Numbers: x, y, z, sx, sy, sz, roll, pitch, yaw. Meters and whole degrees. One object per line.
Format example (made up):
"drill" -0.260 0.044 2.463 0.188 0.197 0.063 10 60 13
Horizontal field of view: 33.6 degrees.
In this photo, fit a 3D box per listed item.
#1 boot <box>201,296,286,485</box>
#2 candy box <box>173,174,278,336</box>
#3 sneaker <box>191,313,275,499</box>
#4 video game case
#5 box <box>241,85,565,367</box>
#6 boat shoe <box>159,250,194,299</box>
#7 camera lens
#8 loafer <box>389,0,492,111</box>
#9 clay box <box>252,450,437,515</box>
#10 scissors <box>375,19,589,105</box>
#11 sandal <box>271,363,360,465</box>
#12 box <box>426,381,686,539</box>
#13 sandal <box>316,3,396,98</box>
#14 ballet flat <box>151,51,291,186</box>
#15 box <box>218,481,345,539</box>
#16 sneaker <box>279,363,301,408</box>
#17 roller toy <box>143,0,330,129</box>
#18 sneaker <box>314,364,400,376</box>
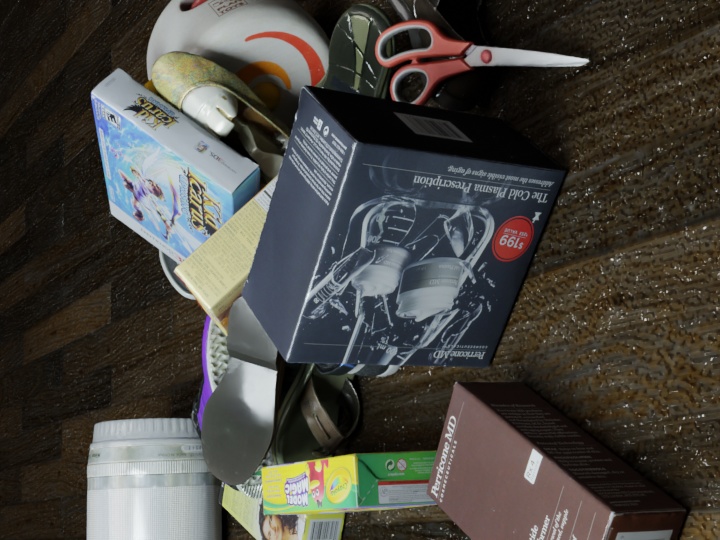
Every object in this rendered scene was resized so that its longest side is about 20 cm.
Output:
"boot" -0.094 0.105 1.101 0.073 0.075 0.203 21 113 13
"candy box" -0.073 -0.034 1.102 0.055 0.200 0.116 44 171 13
"sneaker" -0.138 0.124 1.198 0.099 0.069 0.204 4 102 54
"video game case" -0.181 -0.078 1.190 0.180 0.046 0.201 34 151 16
"box" 0.032 -0.028 0.941 0.104 0.197 0.184 49 128 49
"boat shoe" -0.213 -0.057 1.482 0.061 0.074 0.202 -60 39 44
"camera lens" -0.242 0.281 1.403 0.159 0.158 0.204 -19 70 57
"loafer" 0.073 -0.237 1.033 0.071 0.072 0.203 -42 60 44
"clay box" -0.007 0.190 1.059 0.199 0.113 0.048 -24 67 57
"scissors" 0.091 -0.179 0.958 0.198 0.014 0.075 -8 93 42
"sandal" -0.031 0.130 1.152 0.057 0.079 0.204 34 115 40
"box" 0.134 0.167 0.866 0.200 0.074 0.102 38 118 57
"sandal" -0.002 -0.176 1.142 0.079 0.057 0.202 39 142 7
"ballet flat" -0.115 -0.136 1.147 0.071 0.199 0.071 -40 28 27
"box" -0.087 0.246 1.251 0.199 0.049 0.077 21 104 59
"sneaker" -0.058 0.071 1.201 0.120 0.082 0.204 159 113 -67
"roller toy" -0.122 -0.203 1.236 0.184 0.198 0.140 -59 38 16
"sneaker" 0.000 0.000 1.070 0.073 0.111 0.204 18 104 49
